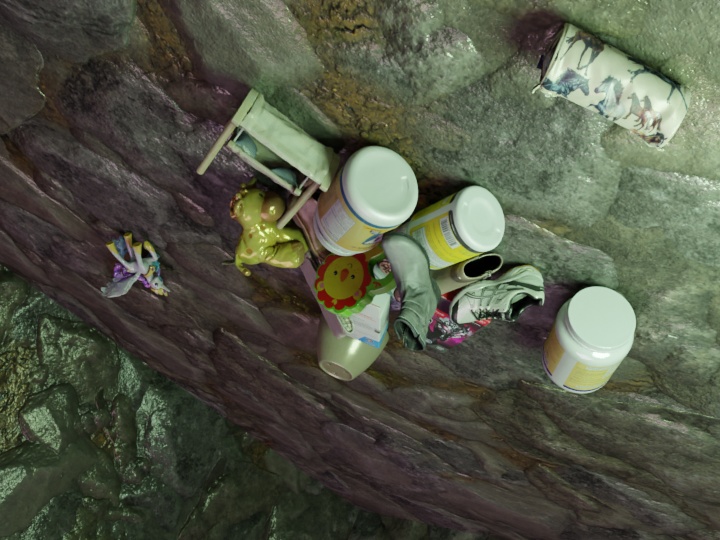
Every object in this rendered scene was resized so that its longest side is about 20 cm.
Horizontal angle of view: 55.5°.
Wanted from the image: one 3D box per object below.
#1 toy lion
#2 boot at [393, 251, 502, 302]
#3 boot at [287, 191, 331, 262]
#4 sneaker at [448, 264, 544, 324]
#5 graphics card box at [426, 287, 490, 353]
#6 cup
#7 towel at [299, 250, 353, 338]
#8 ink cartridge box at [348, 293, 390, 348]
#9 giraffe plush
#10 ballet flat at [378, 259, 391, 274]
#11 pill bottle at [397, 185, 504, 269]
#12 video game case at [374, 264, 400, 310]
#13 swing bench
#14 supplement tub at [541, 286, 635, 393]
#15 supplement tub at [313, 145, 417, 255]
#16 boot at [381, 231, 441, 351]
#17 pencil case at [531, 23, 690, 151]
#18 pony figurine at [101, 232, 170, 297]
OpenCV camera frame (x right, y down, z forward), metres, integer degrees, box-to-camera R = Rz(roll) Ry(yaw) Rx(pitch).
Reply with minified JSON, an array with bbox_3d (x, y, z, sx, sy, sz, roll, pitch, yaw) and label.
[{"bbox_3d":[0.000,0.000,1.384,0.197,0.196,0.068,5,162,32],"label":"toy lion"},{"bbox_3d":[0.171,0.009,1.307,0.071,0.197,0.146,65,163,-3],"label":"boot"},{"bbox_3d":[-0.073,-0.084,1.443,0.074,0.074,0.201,-10,131,33],"label":"boot"},{"bbox_3d":[0.260,0.064,1.319,0.198,0.089,0.076,-29,133,22],"label":"sneaker"},{"bbox_3d":[0.182,0.102,1.477,0.124,0.052,0.200,27,147,-12],"label":"graphics card box"},{"bbox_3d":[-0.039,0.204,1.819,0.197,0.145,0.202,19,151,11],"label":"cup"},{"bbox_3d":[-0.075,0.055,1.527,0.203,0.034,0.132,64,165,4],"label":"towel"},{"bbox_3d":[0.006,0.091,1.591,0.114,0.069,0.201,21,151,12],"label":"ink cartridge box"},{"bbox_3d":[-0.208,-0.104,1.436,0.173,0.196,0.165,-128,29,-55],"label":"giraffe plush"},{"bbox_3d":[0.116,0.030,1.503,0.198,0.047,0.067,35,152,-18],"label":"ballet flat"},{"bbox_3d":[0.155,-0.068,1.236,0.114,0.116,0.199,36,151,-20],"label":"pill bottle"},{"bbox_3d":[-0.002,0.030,1.609,0.180,0.023,0.200,-5,140,44],"label":"video game case"},{"bbox_3d":[-0.160,-0.210,1.247,0.198,0.131,0.199,36,145,-17],"label":"swing bench"},{"bbox_3d":[0.436,0.135,1.313,0.143,0.147,0.201,18,151,12],"label":"supplement tub"},{"bbox_3d":[0.003,-0.119,1.243,0.143,0.147,0.200,31,152,-11],"label":"supplement tub"},{"bbox_3d":[0.084,0.040,1.203,0.069,0.133,0.201,-9,132,34],"label":"boot"},{"bbox_3d":[0.320,-0.228,0.868,0.197,0.078,0.090,27,127,-2],"label":"pencil case"},{"bbox_3d":[-0.659,-0.009,1.990,0.189,0.168,0.203,3,130,22],"label":"pony figurine"}]
